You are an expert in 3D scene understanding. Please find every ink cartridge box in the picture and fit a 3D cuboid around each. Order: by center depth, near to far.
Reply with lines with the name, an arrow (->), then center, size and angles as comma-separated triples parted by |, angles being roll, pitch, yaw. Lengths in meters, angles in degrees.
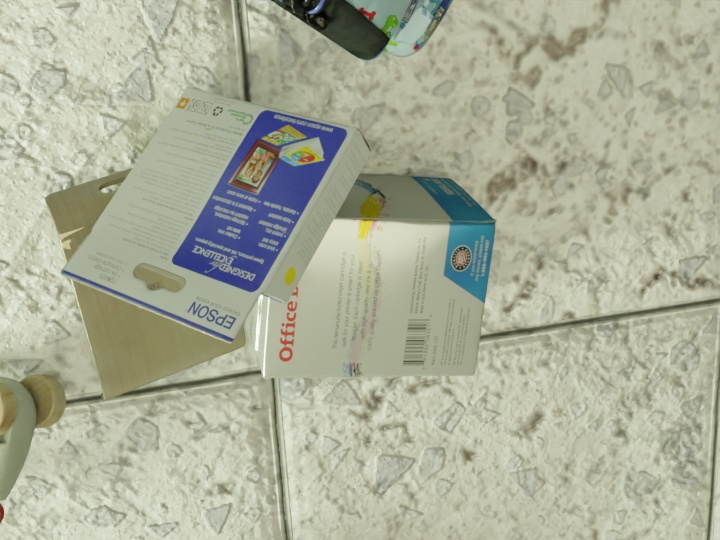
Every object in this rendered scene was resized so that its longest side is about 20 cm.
ink cartridge box -> -0.117, -0.046, 0.943 | 0.202, 0.195, 0.047 | -61, 145, -16
ink cartridge box -> 0.000, 0.000, 1.052 | 0.196, 0.145, 0.150 | 2, 110, -15

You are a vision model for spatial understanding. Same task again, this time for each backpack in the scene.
backpack -> 0.007, -0.285, 0.930 | 0.146, 0.183, 0.202 | 24, 101, -45

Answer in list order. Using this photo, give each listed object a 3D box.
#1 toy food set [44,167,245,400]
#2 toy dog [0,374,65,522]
toy food set -> -0.193, 0.007, 1.062 | 0.142, 0.060, 0.203 | -19, 116, -19
toy dog -> -0.353, 0.173, 1.055 | 0.202, 0.095, 0.132 | -63, 156, -17
